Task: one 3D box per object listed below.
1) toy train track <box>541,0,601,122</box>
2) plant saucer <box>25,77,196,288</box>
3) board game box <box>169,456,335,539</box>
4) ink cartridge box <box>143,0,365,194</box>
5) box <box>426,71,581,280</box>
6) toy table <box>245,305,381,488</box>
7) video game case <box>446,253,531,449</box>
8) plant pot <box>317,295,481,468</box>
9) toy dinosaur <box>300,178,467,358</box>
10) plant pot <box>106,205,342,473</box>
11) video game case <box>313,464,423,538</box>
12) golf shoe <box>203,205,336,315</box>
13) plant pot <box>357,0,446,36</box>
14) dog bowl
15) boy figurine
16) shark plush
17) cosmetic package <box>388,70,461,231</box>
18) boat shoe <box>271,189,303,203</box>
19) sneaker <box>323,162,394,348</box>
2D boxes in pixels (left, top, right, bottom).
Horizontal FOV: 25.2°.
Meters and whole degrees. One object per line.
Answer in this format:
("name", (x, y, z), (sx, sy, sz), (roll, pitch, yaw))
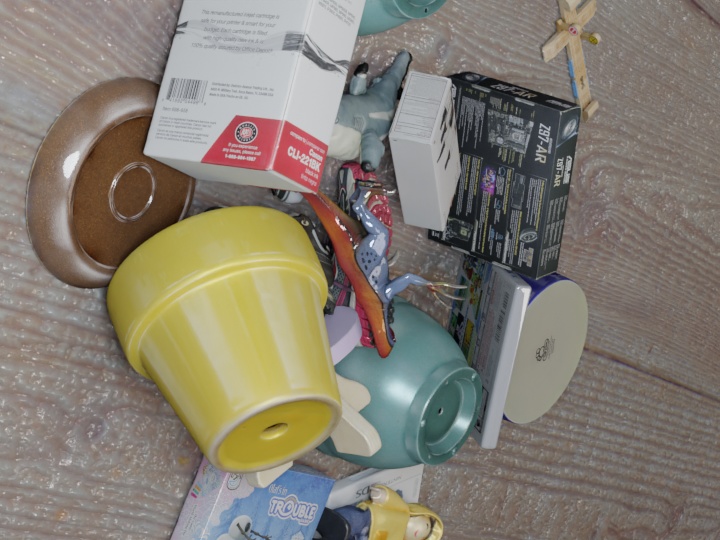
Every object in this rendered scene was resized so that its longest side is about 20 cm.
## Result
("toy train track", (0.277, -0.264, 1.995), (0.115, 0.033, 0.200), (-47, 141, -27))
("plant saucer", (-0.215, -0.074, 1.456), (0.200, 0.032, 0.200), (-29, 129, -43))
("board game box", (-0.131, 0.302, 1.757), (0.200, 0.043, 0.199), (22, 89, -55))
("ink cartridge box", (-0.092, -0.180, 1.430), (0.084, 0.144, 0.200), (24, 78, -57))
("box", (0.159, -0.109, 1.815), (0.044, 0.160, 0.200), (-19, 122, -47))
("toy table", (-0.068, 0.129, 1.654), (0.200, 0.184, 0.117), (-28, 113, -32))
("video game case", (0.142, 0.083, 1.896), (0.022, 0.182, 0.200), (5, 107, -18))
("plant pot", (0.051, 0.142, 1.823), (0.200, 0.134, 0.200), (-29, 130, -41))
("toy dinosaur", (0.000, 0.000, 1.636), (0.200, 0.105, 0.182), (3, 100, -24))
("plant pot", (-0.110, 0.074, 1.471), (0.201, 0.189, 0.201), (-19, 151, -11))
("video game case", (0.003, 0.333, 1.967), (0.182, 0.024, 0.200), (-15, 120, -48))
("golf shoe", (-0.095, -0.027, 1.618), (0.200, 0.078, 0.095), (43, 48, -47))
("plant pot", (0.016, -0.312, 1.540), (0.200, 0.134, 0.200), (-28, 129, -41))
("dog bowl", (0.204, 0.091, 2.052), (0.200, 0.079, 0.200), (-28, 129, -42))
("boy figurine", (0.020, 0.314, 1.907), (0.200, 0.064, 0.124), (6, 100, -50))
("shark plush", (0.011, -0.173, 1.653), (0.200, 0.091, 0.083), (-39, 128, -35))
("cosmetic package", (0.072, -0.124, 1.720), (0.200, 0.051, 0.083), (75, 31, -65))
("boat shoe", (-0.082, -0.153, 1.567), (0.057, 0.069, 0.200), (-6, 127, -13))
("sneaker", (-0.013, -0.016, 1.721), (0.081, 0.075, 0.200), (-17, 109, -63))
